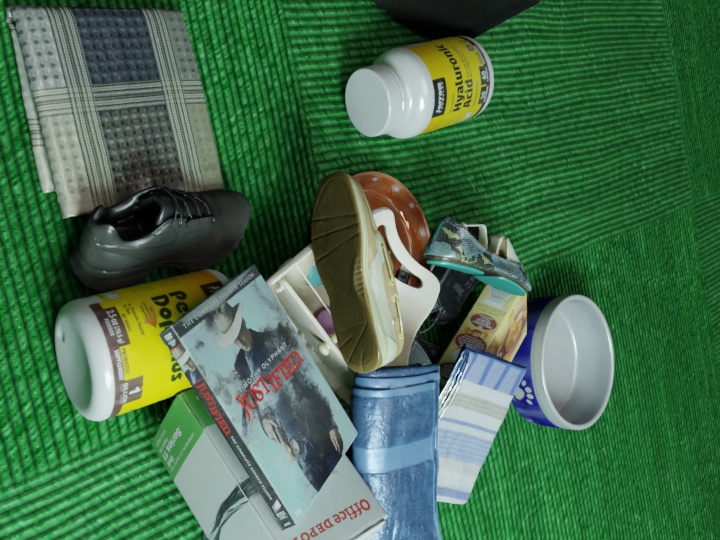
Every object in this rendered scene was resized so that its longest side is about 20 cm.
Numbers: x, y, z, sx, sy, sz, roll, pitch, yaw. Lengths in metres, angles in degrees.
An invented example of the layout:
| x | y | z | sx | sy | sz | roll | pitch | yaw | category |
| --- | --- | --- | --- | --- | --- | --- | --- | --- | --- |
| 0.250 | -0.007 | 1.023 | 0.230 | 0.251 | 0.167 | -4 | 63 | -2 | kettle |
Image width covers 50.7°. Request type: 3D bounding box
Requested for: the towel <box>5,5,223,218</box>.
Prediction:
| x | y | z | sx | sy | sz | roll | pitch | yaw | category |
| --- | --- | --- | --- | --- | --- | --- | --- | --- | --- |
| -0.239 | -0.160 | 0.762 | 0.190 | 0.034 | 0.206 | -17 | 96 | -44 | towel |

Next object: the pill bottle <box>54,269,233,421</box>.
| x | y | z | sx | sy | sz | roll | pitch | yaw | category |
| --- | --- | --- | --- | --- | --- | --- | --- | --- | --- |
| -0.183 | 0.064 | 0.737 | 0.197 | 0.108 | 0.113 | -16 | 97 | -41 | pill bottle |

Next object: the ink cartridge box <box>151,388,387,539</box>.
| x | y | z | sx | sy | sz | roll | pitch | yaw | category |
| --- | --- | --- | --- | --- | --- | --- | --- | --- | --- |
| -0.088 | 0.205 | 0.743 | 0.145 | 0.084 | 0.201 | -7 | 51 | -52 | ink cartridge box |

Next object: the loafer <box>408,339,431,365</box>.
| x | y | z | sx | sy | sz | roll | pitch | yaw | category |
| --- | --- | --- | --- | --- | --- | --- | --- | --- | --- |
| 0.063 | 0.165 | 0.964 | 0.071 | 0.063 | 0.204 | -29 | 115 | -18 | loafer |

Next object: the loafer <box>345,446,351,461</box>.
| x | y | z | sx | sy | sz | roll | pitch | yaw | category |
| --- | --- | --- | --- | --- | --- | --- | --- | --- | --- |
| -0.020 | 0.248 | 0.893 | 0.197 | 0.072 | 0.075 | -14 | 100 | -40 | loafer |

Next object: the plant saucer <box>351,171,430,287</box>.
| x | y | z | sx | sy | sz | roll | pitch | yaw | category |
| --- | --- | --- | --- | --- | --- | --- | --- | --- | --- |
| 0.015 | -0.022 | 0.969 | 0.197 | 0.032 | 0.207 | 4 | 85 | -42 | plant saucer |

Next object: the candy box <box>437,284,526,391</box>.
| x | y | z | sx | sy | sz | roll | pitch | yaw | category |
| --- | --- | --- | --- | --- | --- | --- | --- | --- | --- |
| 0.167 | 0.115 | 1.048 | 0.201 | 0.054 | 0.117 | -52 | 146 | -30 | candy box |

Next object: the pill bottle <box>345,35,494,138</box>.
| x | y | z | sx | sy | sz | roll | pitch | yaw | category |
| --- | --- | --- | --- | --- | --- | --- | --- | --- | --- |
| 0.076 | -0.235 | 0.987 | 0.197 | 0.110 | 0.114 | -24 | 102 | -39 | pill bottle |

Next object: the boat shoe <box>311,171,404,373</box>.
| x | y | z | sx | sy | sz | roll | pitch | yaw | category |
| --- | --- | --- | --- | --- | --- | --- | --- | --- | --- |
| 0.000 | 0.000 | 0.789 | 0.066 | 0.073 | 0.206 | -6 | 87 | -51 | boat shoe |

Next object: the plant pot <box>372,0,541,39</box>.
| x | y | z | sx | sy | sz | roll | pitch | yaw | category |
| --- | --- | --- | --- | --- | --- | --- | --- | --- | --- |
| 0.106 | -0.429 | 0.988 | 0.173 | 0.198 | 0.206 | -1 | 87 | -29 | plant pot |

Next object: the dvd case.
| x | y | z | sx | sy | sz | roll | pitch | yaw | category |
| --- | --- | --- | --- | --- | --- | --- | --- | --- | --- |
| -0.085 | 0.109 | 0.699 | 0.203 | 0.022 | 0.146 | 58 | 30 | -6 | dvd case |

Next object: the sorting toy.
| x | y | z | sx | sy | sz | roll | pitch | yaw | category |
| --- | --- | --- | --- | --- | --- | --- | --- | --- | --- |
| 0.002 | 0.030 | 0.867 | 0.179 | 0.106 | 0.202 | -41 | 108 | -16 | sorting toy |

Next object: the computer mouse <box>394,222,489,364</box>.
| x | y | z | sx | sy | sz | roll | pitch | yaw | category |
| --- | --- | --- | --- | --- | --- | --- | --- | --- | --- |
| 0.091 | 0.010 | 0.985 | 0.140 | 0.045 | 0.203 | 39 | 74 | -41 | computer mouse |

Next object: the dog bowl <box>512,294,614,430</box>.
| x | y | z | sx | sy | sz | roll | pitch | yaw | category |
| --- | --- | --- | --- | --- | --- | --- | --- | --- | --- |
| 0.311 | 0.142 | 1.185 | 0.196 | 0.078 | 0.207 | 5 | 83 | -41 | dog bowl |

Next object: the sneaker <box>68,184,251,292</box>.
| x | y | z | sx | sy | sz | roll | pitch | yaw | category |
| --- | --- | --- | --- | --- | --- | --- | --- | --- | --- |
| -0.183 | -0.045 | 0.747 | 0.198 | 0.091 | 0.076 | -26 | 70 | -41 | sneaker |

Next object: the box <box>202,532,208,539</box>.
| x | y | z | sx | sy | sz | roll | pitch | yaw | category |
| --- | --- | --- | --- | --- | --- | --- | --- | --- | --- |
| -0.077 | 0.376 | 0.809 | 0.181 | 0.104 | 0.206 | 11 | 80 | -39 | box |

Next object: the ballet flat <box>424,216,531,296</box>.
| x | y | z | sx | sy | sz | roll | pitch | yaw | category |
| --- | --- | --- | --- | --- | --- | --- | --- | --- | --- |
| 0.160 | -0.020 | 0.964 | 0.197 | 0.073 | 0.076 | 19 | 74 | -45 | ballet flat |

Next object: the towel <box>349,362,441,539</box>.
| x | y | z | sx | sy | sz | roll | pitch | yaw | category |
| --- | --- | --- | --- | --- | --- | --- | --- | --- | --- |
| 0.037 | 0.203 | 0.806 | 0.109 | 0.048 | 0.206 | -1 | 94 | -36 | towel |

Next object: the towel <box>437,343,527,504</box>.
| x | y | z | sx | sy | sz | roll | pitch | yaw | category |
| --- | --- | --- | --- | --- | --- | --- | --- | --- | --- |
| 0.131 | 0.200 | 0.955 | 0.145 | 0.024 | 0.204 | 22 | 94 | -43 | towel |
